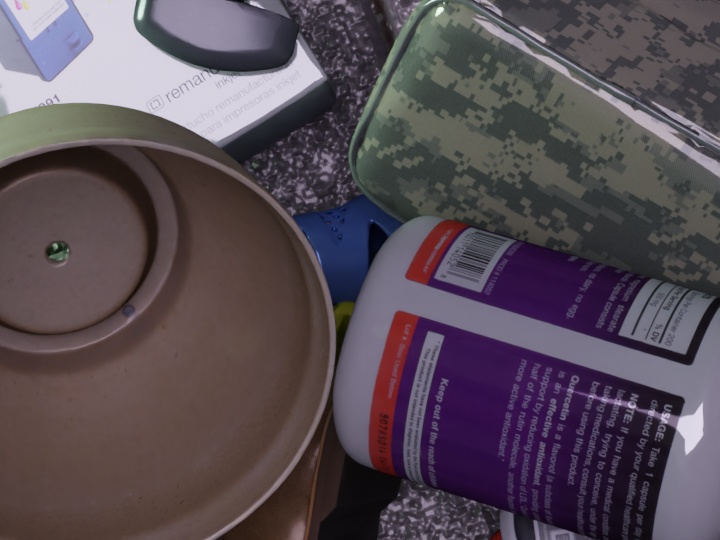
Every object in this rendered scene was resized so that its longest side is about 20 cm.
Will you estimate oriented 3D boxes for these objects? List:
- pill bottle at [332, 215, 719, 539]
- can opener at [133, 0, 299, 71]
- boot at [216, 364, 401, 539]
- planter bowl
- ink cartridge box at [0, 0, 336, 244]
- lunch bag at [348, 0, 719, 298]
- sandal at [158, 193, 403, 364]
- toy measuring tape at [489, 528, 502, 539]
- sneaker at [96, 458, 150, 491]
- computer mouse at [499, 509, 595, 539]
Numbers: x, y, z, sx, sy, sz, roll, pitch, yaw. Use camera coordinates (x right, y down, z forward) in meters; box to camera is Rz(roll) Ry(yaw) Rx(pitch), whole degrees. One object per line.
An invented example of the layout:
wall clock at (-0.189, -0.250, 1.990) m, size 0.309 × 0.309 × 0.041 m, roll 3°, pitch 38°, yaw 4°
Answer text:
pill bottle at (0.096, 0.054, 1.068) m, size 0.200 × 0.112 × 0.113 m, roll 17°, pitch 88°, yaw 15°
can opener at (-0.122, -0.140, 1.122) m, size 0.200 × 0.053 × 0.067 m, roll 16°, pitch 89°, yaw 3°
boot at (-0.037, 0.139, 1.201) m, size 0.075 × 0.074 × 0.200 m, roll 18°, pitch 94°, yaw 32°
planter bowl at (-0.123, 0.013, 1.084) m, size 0.200 × 0.135 × 0.201 m, roll -6°, pitch 116°, yaw -13°
ink cartridge box at (-0.124, -0.130, 1.191) m, size 0.145 × 0.088 × 0.200 m, roll -31°, pitch 86°, yaw 1°
lunch bag at (0.119, -0.074, 1.150) m, size 0.200 × 0.168 × 0.139 m, roll 31°, pitch 133°, yaw 4°
sandal at (0.000, 0.000, 1.194) m, size 0.200 × 0.080 × 0.087 m, roll 14°, pitch 73°, yaw -1°
toy measuring tape at (0.062, 0.162, 1.180) m, size 0.200 × 0.074 × 0.074 m, roll -35°, pitch 87°, yaw -7°
sneaker at (-0.167, 0.108, 1.176) m, size 0.200 × 0.085 × 0.075 m, roll -12°, pitch 88°, yaw 12°
computer mouse at (0.161, 0.100, 1.126) m, size 0.200 × 0.044 × 0.110 m, roll -8°, pitch 77°, yaw 10°
